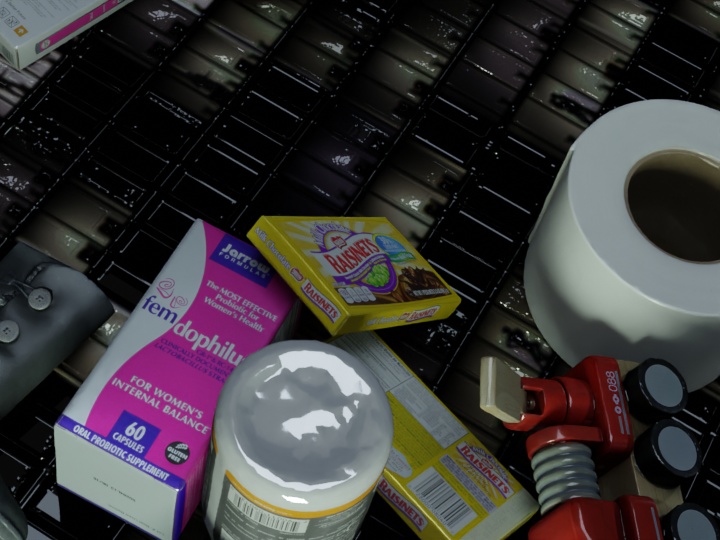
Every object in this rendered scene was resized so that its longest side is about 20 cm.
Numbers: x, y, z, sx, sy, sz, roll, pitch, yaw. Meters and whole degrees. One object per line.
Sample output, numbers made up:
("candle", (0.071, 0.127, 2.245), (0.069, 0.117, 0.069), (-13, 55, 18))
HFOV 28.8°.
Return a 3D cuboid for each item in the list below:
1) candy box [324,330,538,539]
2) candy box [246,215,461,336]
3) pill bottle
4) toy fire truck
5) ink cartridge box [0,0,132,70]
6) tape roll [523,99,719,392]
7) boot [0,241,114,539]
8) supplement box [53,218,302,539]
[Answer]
("candy box", (0.035, 0.128, 1.046), (0.200, 0.027, 0.102), (46, 36, 17))
("candy box", (0.000, 0.000, 1.075), (0.102, 0.026, 0.199), (46, 20, 18))
("pill bottle", (-0.049, 0.141, 0.947), (0.115, 0.201, 0.118), (5, 58, -8))
("toy fire truck", (0.149, 0.139, 1.000), (0.198, 0.129, 0.178), (9, 57, -24))
("ink cartridge box", (-0.258, -0.265, 1.252), (0.095, 0.037, 0.200), (43, 63, 16))
("tape roll", (0.244, -0.017, 1.135), (0.200, 0.140, 0.205), (4, 58, -7))
("boot", (-0.251, 0.090, 1.027), (0.164, 0.066, 0.200), (36, 55, 9))
("supplement box", (-0.129, 0.079, 1.029), (0.100, 0.104, 0.201), (26, 56, 6))
